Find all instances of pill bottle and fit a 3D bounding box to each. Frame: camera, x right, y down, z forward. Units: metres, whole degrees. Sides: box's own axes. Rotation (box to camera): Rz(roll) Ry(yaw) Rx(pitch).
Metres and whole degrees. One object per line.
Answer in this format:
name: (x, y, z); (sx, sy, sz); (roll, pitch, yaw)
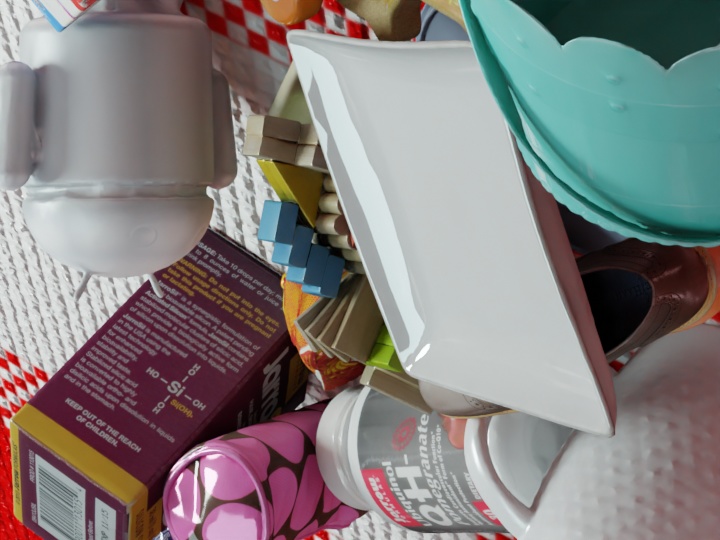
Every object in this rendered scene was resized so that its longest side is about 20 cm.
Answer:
pill bottle: (0.062, 0.104, 1.486); (0.200, 0.111, 0.111); (-9, 123, 54)

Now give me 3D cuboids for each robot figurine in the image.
robot figurine: (-0.142, -0.083, 1.433); (0.113, 0.169, 0.201); (0, 91, 54)

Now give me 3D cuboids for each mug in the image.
mug: (0.148, 0.124, 1.343); (0.200, 0.175, 0.148); (38, 150, 7)

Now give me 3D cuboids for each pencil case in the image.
pencil case: (-0.051, 0.142, 1.581); (0.091, 0.200, 0.094); (-22, 87, 28)

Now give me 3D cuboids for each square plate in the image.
square plate: (0.047, -0.026, 1.198); (0.198, 0.028, 0.200); (14, 128, 61)

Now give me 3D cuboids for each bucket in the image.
bucket: (0.142, -0.117, 1.021); (0.207, 0.207, 0.135); (25, 151, 28)

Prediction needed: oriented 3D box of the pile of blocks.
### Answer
pile of blocks: (0.000, 0.000, 1.345); (0.200, 0.082, 0.062); (53, 161, -19)

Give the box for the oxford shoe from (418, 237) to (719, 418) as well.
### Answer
oxford shoe: (0.094, 0.030, 1.264); (0.200, 0.073, 0.071); (-31, 82, 38)

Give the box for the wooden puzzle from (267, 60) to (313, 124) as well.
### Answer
wooden puzzle: (0.029, -0.035, 1.386); (0.200, 0.037, 0.185); (41, 162, 1)

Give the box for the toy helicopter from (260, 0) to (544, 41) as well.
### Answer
toy helicopter: (0.024, -0.164, 1.185); (0.200, 0.079, 0.132); (39, 142, 44)

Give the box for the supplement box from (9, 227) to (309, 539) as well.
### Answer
supplement box: (-0.129, 0.092, 1.608); (0.103, 0.200, 0.131); (33, 149, 16)

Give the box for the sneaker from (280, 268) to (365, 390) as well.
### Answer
sneaker: (-0.022, 0.019, 1.477); (0.077, 0.073, 0.200); (57, 166, 10)

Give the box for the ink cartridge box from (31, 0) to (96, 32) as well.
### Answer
ink cartridge box: (-0.161, -0.196, 1.277); (0.116, 0.067, 0.200); (51, 171, -9)

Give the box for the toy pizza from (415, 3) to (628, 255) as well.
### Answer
toy pizza: (0.115, -0.079, 1.262); (0.200, 0.032, 0.200); (32, 152, 19)
